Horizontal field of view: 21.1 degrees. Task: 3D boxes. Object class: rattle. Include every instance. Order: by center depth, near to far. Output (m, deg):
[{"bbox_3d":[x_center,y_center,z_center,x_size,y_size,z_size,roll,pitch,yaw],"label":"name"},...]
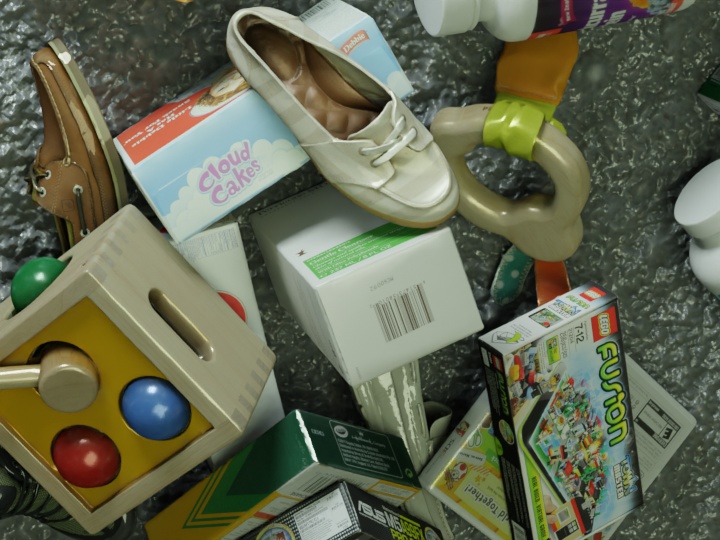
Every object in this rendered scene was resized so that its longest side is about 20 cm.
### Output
[{"bbox_3d":[0.136,-0.078,1.501,0.130,0.143,0.200,-15,131,23],"label":"rattle"}]

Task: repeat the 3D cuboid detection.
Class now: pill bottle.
[{"bbox_3d":[0.141,-0.228,1.412,0.199,0.111,0.112,-12,109,-12],"label":"pill bottle"},{"bbox_3d":[0.338,-0.001,1.537,0.200,0.111,0.111,42,92,-23],"label":"pill bottle"}]

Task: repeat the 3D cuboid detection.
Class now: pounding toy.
[{"bbox_3d":[-0.203,0.072,1.344,0.184,0.142,0.200,-35,107,27],"label":"pounding toy"}]

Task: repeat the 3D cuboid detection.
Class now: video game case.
[{"bbox_3d":[0.160,0.143,1.542,0.182,0.023,0.200,-52,129,-3],"label":"video game case"}]

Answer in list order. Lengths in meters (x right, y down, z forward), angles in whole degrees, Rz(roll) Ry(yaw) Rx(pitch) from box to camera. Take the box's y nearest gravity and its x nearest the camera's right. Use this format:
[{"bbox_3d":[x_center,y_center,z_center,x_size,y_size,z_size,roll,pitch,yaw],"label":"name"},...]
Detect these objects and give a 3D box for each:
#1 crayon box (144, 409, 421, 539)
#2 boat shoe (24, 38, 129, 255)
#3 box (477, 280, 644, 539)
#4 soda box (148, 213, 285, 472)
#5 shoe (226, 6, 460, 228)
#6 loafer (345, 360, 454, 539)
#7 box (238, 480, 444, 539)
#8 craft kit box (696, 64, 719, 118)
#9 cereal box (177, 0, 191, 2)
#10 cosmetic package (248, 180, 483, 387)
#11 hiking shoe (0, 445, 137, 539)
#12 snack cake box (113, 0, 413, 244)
[{"bbox_3d":[-0.070,0.186,1.455,0.200,0.052,0.126,-39,145,25],"label":"crayon box"},{"bbox_3d":[-0.204,-0.063,1.383,0.068,0.072,0.201,-22,111,-10],"label":"boat shoe"},{"bbox_3d":[0.157,0.118,1.492,0.110,0.035,0.201,-26,123,-22],"label":"box"},{"bbox_3d":[-0.105,0.055,1.449,0.063,0.068,0.201,-16,110,-10],"label":"soda box"},{"bbox_3d":[-0.014,-0.103,1.292,0.200,0.053,0.070,42,81,3],"label":"shoe"},{"bbox_3d":[0.042,0.129,1.514,0.070,0.070,0.201,-22,113,-6],"label":"loafer"},{"bbox_3d":[-0.050,0.241,1.461,0.200,0.044,0.160,-32,148,17],"label":"box"},{"bbox_3d":[0.372,-0.071,1.479,0.197,0.200,0.049,37,93,-21],"label":"craft kit box"},{"bbox_3d":[-0.157,-0.297,1.306,0.143,0.040,0.201,16,108,9],"label":"cereal box"},{"bbox_3d":[0.000,0.000,1.392,0.107,0.200,0.085,-25,112,-10],"label":"cosmetic package"},{"bbox_3d":[-0.253,0.158,1.413,0.200,0.101,0.076,34,116,-18],"label":"hiking shoe"},{"bbox_3d":[-0.073,-0.110,1.384,0.200,0.115,0.067,-33,112,-4],"label":"snack cake box"}]
